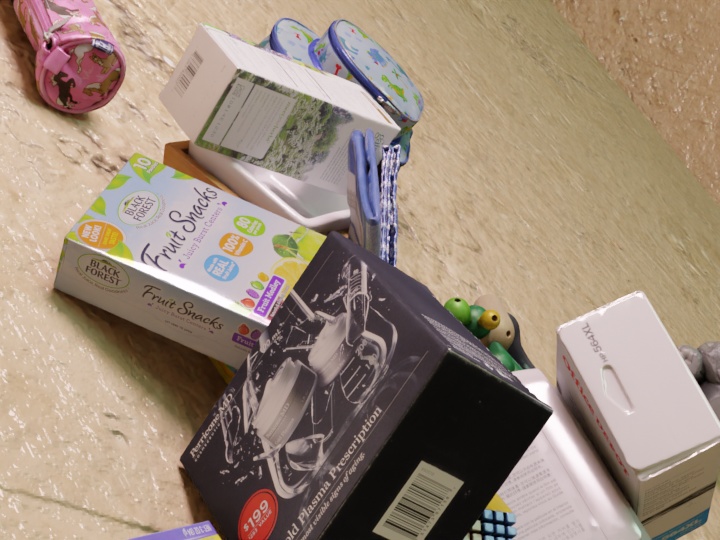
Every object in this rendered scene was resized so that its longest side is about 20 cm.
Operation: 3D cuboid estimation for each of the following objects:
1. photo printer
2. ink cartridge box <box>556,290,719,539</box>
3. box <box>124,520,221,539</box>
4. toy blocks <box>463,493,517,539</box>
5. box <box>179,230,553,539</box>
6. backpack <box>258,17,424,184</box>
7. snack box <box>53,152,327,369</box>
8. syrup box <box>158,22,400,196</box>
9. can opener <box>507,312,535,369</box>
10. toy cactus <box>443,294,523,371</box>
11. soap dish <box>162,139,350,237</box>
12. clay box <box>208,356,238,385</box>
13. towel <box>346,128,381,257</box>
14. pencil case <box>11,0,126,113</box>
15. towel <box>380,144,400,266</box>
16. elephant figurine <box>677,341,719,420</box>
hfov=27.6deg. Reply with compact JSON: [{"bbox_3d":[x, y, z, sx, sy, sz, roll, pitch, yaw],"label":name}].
[{"bbox_3d":[0.117,0.182,1.185,0.201,0.165,0.070,60,-6,35],"label":"photo printer"},{"bbox_3d":[0.229,0.133,1.224,0.201,0.083,0.147,77,-12,-61],"label":"ink cartridge box"},{"bbox_3d":[-0.081,0.246,0.857,0.201,0.048,0.117,55,23,18],"label":"box"},{"bbox_3d":[0.058,0.185,1.022,0.099,0.137,0.202,11,58,-20],"label":"toy blocks"},{"bbox_3d":[-0.004,0.110,0.976,0.104,0.201,0.182,30,8,-34],"label":"box"},{"bbox_3d":[-0.031,-0.186,1.591,0.199,0.147,0.183,39,20,-8],"label":"backpack"},{"bbox_3d":[-0.112,-0.001,1.117,0.198,0.053,0.143,24,33,2],"label":"snack box"},{"bbox_3d":[-0.068,-0.137,1.292,0.199,0.079,0.082,15,26,-44],"label":"syrup box"},{"bbox_3d":[0.170,0.121,1.549,0.200,0.078,0.063,49,-17,2],"label":"can opener"},{"bbox_3d":[0.129,0.090,1.454,0.200,0.102,0.166,44,23,-25],"label":"toy cactus"},{"bbox_3d":[-0.081,-0.061,1.335,0.157,0.082,0.200,39,20,13],"label":"soap dish"},{"bbox_3d":[-0.036,0.086,1.161,0.114,0.048,0.201,-24,68,-35],"label":"clay box"},{"bbox_3d":[0.000,0.000,1.242,0.023,0.202,0.148,0,36,-4],"label":"towel"},{"bbox_3d":[-0.275,-0.233,1.319,0.082,0.087,0.201,-8,48,-25],"label":"pencil case"},{"bbox_3d":[0.029,0.008,1.316,0.145,0.023,0.202,86,5,-60],"label":"towel"},{"bbox_3d":[0.440,0.155,1.889,0.200,0.140,0.157,22,56,-76],"label":"elephant figurine"}]
